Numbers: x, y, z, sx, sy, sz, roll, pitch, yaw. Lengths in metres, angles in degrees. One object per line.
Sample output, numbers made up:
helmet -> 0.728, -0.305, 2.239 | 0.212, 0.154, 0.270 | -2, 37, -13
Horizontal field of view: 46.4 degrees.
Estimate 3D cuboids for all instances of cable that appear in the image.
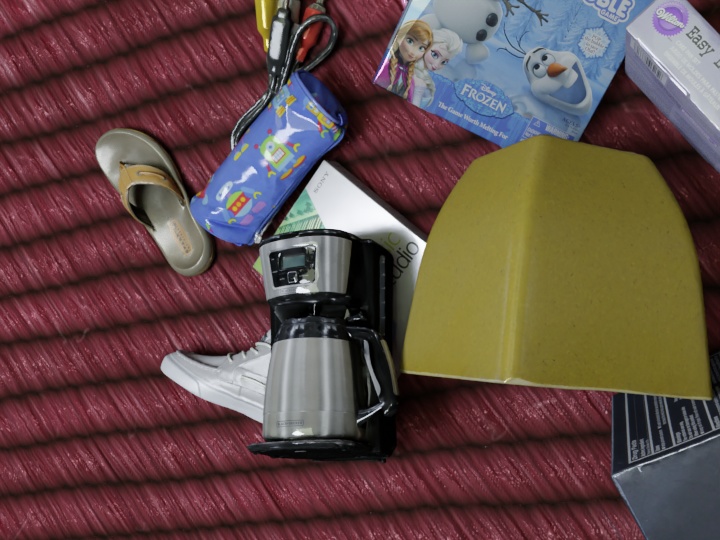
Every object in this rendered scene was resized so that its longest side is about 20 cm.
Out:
cable -> -0.081, -0.211, 0.908 | 0.096, 0.050, 0.202 | 15, 111, 1

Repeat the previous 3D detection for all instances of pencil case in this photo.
pencil case -> -0.093, -0.110, 0.879 | 0.087, 0.078, 0.200 | 43, 111, 1

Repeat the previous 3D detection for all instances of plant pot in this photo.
plant pot -> 0.161, -0.001, 0.717 | 0.194, 0.194, 0.202 | 6, 84, -21

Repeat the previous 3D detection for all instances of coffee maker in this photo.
coffee maker -> -0.032, 0.078, 0.809 | 0.133, 0.192, 0.202 | 0, 74, 1

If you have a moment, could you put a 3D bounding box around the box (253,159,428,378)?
box -> 0.000, 0.000, 0.883 | 0.200, 0.036, 0.145 | 40, 105, 14

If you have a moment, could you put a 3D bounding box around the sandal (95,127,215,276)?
sandal -> -0.238, -0.081, 0.954 | 0.080, 0.054, 0.201 | -36, 81, 18

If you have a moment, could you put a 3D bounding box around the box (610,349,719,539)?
box -> 0.320, 0.144, 0.686 | 0.197, 0.200, 0.124 | -27, 91, 20

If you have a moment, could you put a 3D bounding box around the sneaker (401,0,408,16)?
sneaker -> 0.096, -0.301, 0.814 | 0.095, 0.079, 0.202 | 13, 99, 7

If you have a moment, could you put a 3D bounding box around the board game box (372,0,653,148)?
board game box -> 0.141, -0.220, 0.766 | 0.199, 0.043, 0.200 | 24, 107, -7

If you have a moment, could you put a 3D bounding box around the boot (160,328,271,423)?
boot -> -0.116, 0.105, 0.922 | 0.199, 0.074, 0.096 | 22, 95, 9

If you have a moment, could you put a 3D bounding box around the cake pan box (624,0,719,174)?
cake pan box -> 0.293, -0.130, 0.689 | 0.052, 0.184, 0.200 | -42, 79, 13
